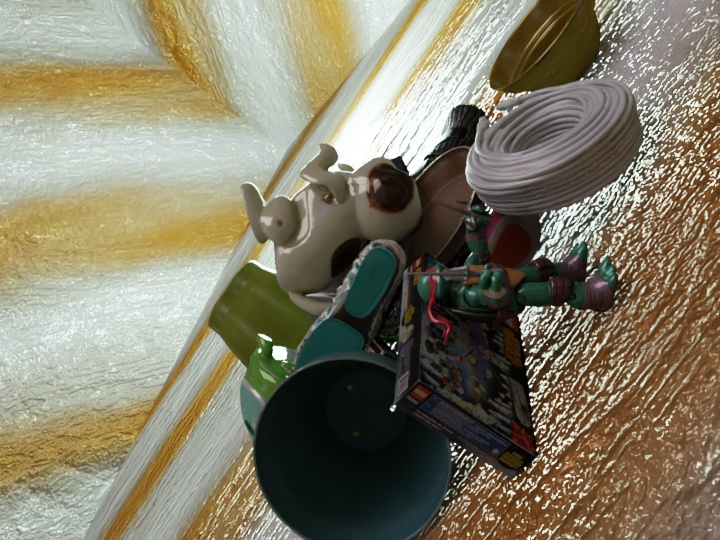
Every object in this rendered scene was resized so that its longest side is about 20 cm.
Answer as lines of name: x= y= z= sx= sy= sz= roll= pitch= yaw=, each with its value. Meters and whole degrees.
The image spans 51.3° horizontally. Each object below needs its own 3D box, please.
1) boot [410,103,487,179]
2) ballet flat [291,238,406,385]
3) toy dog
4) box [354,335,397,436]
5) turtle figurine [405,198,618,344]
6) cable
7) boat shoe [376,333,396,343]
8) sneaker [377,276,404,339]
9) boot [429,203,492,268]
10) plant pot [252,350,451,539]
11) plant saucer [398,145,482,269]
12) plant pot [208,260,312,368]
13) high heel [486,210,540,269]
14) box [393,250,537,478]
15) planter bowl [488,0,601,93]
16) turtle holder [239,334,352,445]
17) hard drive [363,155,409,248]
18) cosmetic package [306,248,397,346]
boot: x=0.122 y=-0.170 z=1.244 sx=0.210 sy=0.079 sz=0.160 roll=-22 pitch=44 yaw=47
ballet flat: x=-0.005 y=0.052 z=0.867 sx=0.201 sy=0.071 sz=0.072 roll=-56 pitch=15 yaw=15
toy dog: x=-0.023 y=-0.064 z=0.911 sx=0.197 sy=0.140 sz=0.196 roll=-25 pitch=55 yaw=10
box: x=-0.017 y=0.166 z=1.080 sx=0.161 sy=0.049 sz=0.200 roll=-58 pitch=16 yaw=2
turtle figurine: x=0.126 y=0.002 z=0.697 sx=0.151 sy=0.196 sz=0.102 roll=-101 pitch=17 yaw=-54
cable: x=0.211 y=-0.137 z=0.833 sx=0.198 sy=0.070 sz=0.201 roll=-12 pitch=33 yaw=38
boat shoe: x=0.028 y=0.051 z=1.138 sx=0.072 sy=0.065 sz=0.201 roll=-27 pitch=35 yaw=-2
sneaker: x=0.072 y=0.057 z=0.884 sx=0.200 sy=0.084 sz=0.079 roll=87 pitch=-153 yaw=-84
boot: x=0.149 y=-0.062 z=1.004 sx=0.202 sy=0.070 sz=0.146 roll=-58 pitch=22 yaw=-1
plant pot: x=-0.002 y=0.171 z=0.793 sx=0.201 sy=0.199 sz=0.135 roll=-53 pitch=1 yaw=12
plant saucer: x=0.099 y=-0.066 z=0.978 sx=0.200 sy=0.036 sz=0.202 roll=-46 pitch=26 yaw=30
plant pot: x=-0.135 y=0.089 z=1.210 sx=0.202 sy=0.191 sz=0.200 roll=-56 pitch=-3 yaw=-5
high heel: x=0.173 y=-0.056 z=0.896 sx=0.200 sy=0.068 sz=0.096 roll=-48 pitch=21 yaw=-28
box: x=0.100 y=0.082 z=0.722 sx=0.040 sy=0.136 sz=0.201 roll=-46 pitch=19 yaw=30
planter bowl: x=0.276 y=-0.314 z=1.056 sx=0.201 sy=0.083 sz=0.201 roll=-51 pitch=17 yaw=22
turtle holder: x=-0.073 y=0.176 z=0.954 sx=0.140 sy=0.184 sz=0.134 roll=0 pitch=-65 yaw=-66
hard drive: x=-0.021 y=-0.074 z=1.050 sx=0.197 sy=0.038 sz=0.141 roll=-23 pitch=34 yaw=15
cosmetic package: x=0.000 y=0.000 z=1.072 sx=0.089 sy=0.108 sz=0.201 roll=1 pitch=47 yaw=36
